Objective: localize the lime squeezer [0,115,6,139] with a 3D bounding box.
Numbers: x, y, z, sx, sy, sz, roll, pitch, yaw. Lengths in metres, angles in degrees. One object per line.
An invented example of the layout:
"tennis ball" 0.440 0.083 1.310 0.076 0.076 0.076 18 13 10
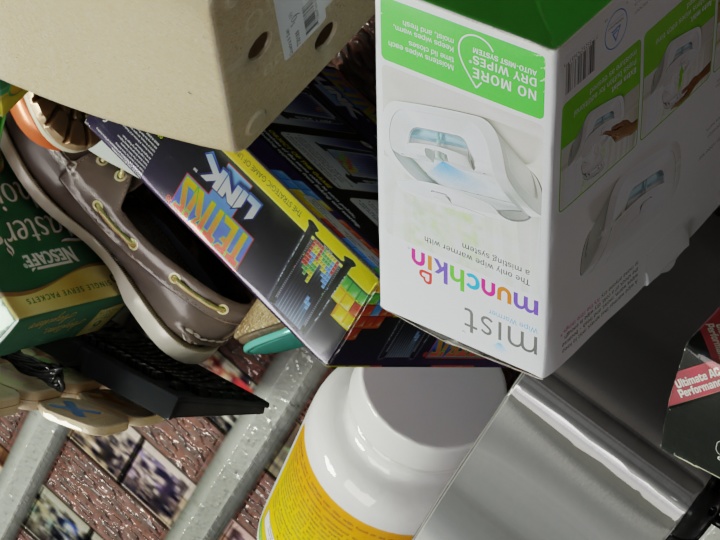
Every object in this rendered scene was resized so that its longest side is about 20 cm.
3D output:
"lime squeezer" -0.181 -0.148 1.458 0.038 0.071 0.200 23 114 -22

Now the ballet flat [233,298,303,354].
"ballet flat" 0.000 0.000 1.433 0.200 0.070 0.066 -15 84 45

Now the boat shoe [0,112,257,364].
"boat shoe" -0.135 -0.040 1.507 0.059 0.072 0.200 -38 90 36

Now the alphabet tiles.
"alphabet tiles" -0.200 0.057 1.553 0.195 0.200 0.015 18 103 27

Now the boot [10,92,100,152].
"boot" -0.190 -0.136 1.410 0.107 0.075 0.201 -37 59 36

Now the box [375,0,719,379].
"box" 0.101 -0.084 1.153 0.096 0.200 0.177 23 136 27

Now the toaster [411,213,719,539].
"toaster" 0.127 0.090 1.275 0.118 0.200 0.181 35 140 7

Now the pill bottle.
"pill bottle" 0.015 0.113 1.450 0.111 0.111 0.200 39 145 11

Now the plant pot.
"plant pot" -0.084 -0.176 1.195 0.177 0.200 0.200 34 158 19

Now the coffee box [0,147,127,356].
"coffee box" -0.226 -0.046 1.509 0.044 0.123 0.200 -42 75 28

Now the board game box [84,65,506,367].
"board game box" -0.015 -0.032 1.288 0.200 0.165 0.057 45 113 31

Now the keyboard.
"keyboard" -0.154 0.050 1.530 0.200 0.127 0.021 22 108 50

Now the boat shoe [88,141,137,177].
"boat shoe" -0.077 -0.068 1.429 0.200 0.064 0.071 34 144 23

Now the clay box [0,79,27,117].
"clay box" -0.177 -0.169 1.332 0.115 0.200 0.048 38 159 10

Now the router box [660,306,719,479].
"router box" 0.243 0.038 1.122 0.149 0.200 0.062 28 134 22
